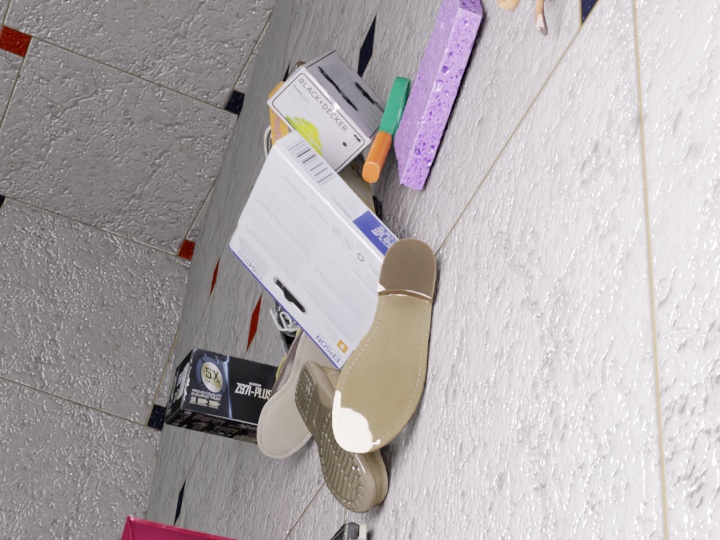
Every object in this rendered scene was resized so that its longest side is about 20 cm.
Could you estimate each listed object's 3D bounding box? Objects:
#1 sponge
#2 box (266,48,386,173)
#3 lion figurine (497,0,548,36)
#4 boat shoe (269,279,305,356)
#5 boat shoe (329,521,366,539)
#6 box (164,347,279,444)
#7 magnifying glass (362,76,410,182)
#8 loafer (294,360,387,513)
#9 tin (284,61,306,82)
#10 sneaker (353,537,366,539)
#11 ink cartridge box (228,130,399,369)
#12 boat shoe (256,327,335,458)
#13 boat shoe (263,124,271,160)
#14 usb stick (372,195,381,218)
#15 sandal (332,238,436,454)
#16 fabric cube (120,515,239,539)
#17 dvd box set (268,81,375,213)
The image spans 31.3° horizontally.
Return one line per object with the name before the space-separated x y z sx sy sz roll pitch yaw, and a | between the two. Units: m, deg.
sponge | 0.079 -0.195 1.342 0.112 0.030 0.201 -93 20 -60
box | -0.031 -0.189 1.498 0.060 0.117 0.200 -41 7 16
lion figurine | 0.155 -0.298 1.056 0.123 0.072 0.201 -52 39 40
boat shoe | -0.081 0.056 1.657 0.200 0.073 0.069 100 166 -53
boat shoe | -0.045 0.308 1.265 0.200 0.067 0.072 121 161 -46
box | -0.176 0.179 1.786 0.200 0.162 0.087 138 144 -71
magnifying glass | 0.031 -0.155 1.442 0.200 0.022 0.080 -67 -10 -57
loafer | -0.008 0.158 1.275 0.200 0.067 0.076 -117 37 -49
tin | -0.125 -0.328 2.440 0.200 0.042 0.113 152 126 -74
sneaker | -0.025 0.335 1.172 0.082 0.074 0.201 -68 4 -67
ink cartridge box | -0.044 -0.018 1.370 0.041 0.200 0.200 -36 -12 -35
boat shoe | -0.073 0.140 1.584 0.060 0.071 0.201 -89 20 -67
boat shoe | -0.058 -0.089 1.569 0.202 0.071 0.061 63 -178 -12
usb stick | 0.000 0.000 1.485 0.056 0.032 0.201 124 158 -49
sandal | 0.030 0.079 1.212 0.070 0.077 0.213 79 -155 -69
fabric cube | -0.230 0.450 1.643 0.196 0.198 0.201 -167 91 -79
dvd box set | -0.044 -0.127 1.486 0.029 0.146 0.201 -41 27 17
